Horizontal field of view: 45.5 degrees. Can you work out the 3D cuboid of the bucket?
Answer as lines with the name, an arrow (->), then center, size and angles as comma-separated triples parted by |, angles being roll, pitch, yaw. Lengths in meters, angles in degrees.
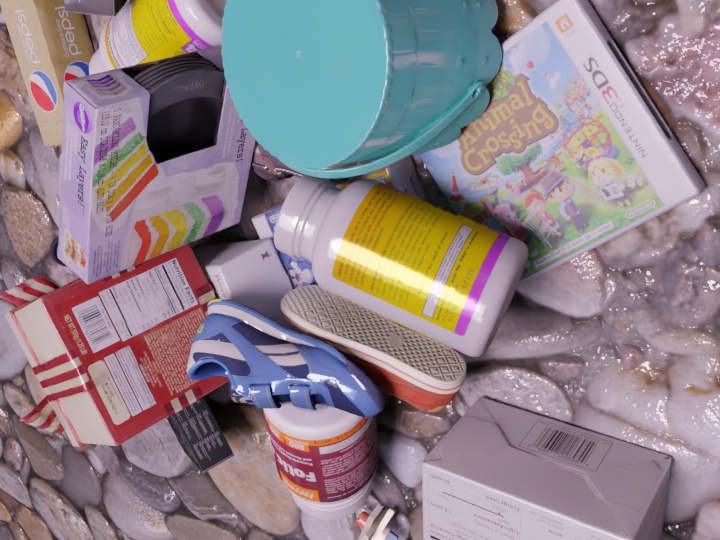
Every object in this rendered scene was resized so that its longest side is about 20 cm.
bucket -> -0.006, -0.178, 0.699 | 0.207, 0.135, 0.207 | 15, 114, 38

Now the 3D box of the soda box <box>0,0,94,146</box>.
soda box -> -0.356, -0.251, 1.004 | 0.068, 0.064, 0.200 | 4, 115, 37

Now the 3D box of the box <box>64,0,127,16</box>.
box -> -0.237, -0.357, 0.793 | 0.050, 0.158, 0.200 | 5, 121, -5

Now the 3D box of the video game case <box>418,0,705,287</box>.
video game case -> 0.149, -0.097, 0.713 | 0.200, 0.022, 0.182 | -32, 90, 43

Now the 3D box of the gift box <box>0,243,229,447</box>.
gift box -> -0.262, 0.074, 0.890 | 0.187, 0.200, 0.185 | -16, 97, 58

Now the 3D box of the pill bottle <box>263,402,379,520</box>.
pill bottle -> -0.038, 0.176, 0.912 | 0.114, 0.114, 0.200 | 27, 145, 25

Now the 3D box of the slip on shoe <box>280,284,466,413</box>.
slip on shoe -> 0.006, 0.075, 0.825 | 0.200, 0.074, 0.061 | 27, 131, 18

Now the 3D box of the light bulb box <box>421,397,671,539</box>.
light bulb box -> 0.170, 0.257, 0.808 | 0.198, 0.125, 0.200 | 15, 121, 31

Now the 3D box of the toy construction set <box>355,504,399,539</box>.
toy construction set -> 0.055, 0.367, 0.978 | 0.200, 0.092, 0.131 | 46, 157, 21

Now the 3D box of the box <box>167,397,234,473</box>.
box -> -0.237, 0.146, 1.080 | 0.200, 0.044, 0.160 | 64, 161, -6

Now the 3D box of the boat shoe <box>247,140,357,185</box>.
boat shoe -> -0.082, -0.122, 0.853 | 0.200, 0.072, 0.065 | 26, 131, 31

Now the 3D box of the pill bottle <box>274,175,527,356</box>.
pill bottle -> 0.031, -0.012, 0.728 | 0.200, 0.104, 0.104 | 24, 126, 12

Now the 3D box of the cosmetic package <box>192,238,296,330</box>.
cosmetic package -> -0.156, 0.028, 0.953 | 0.200, 0.071, 0.102 | -4, 112, 54

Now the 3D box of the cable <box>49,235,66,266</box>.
cable -> -0.252, -0.048, 0.945 | 0.200, 0.163, 0.051 | -12, 93, 57

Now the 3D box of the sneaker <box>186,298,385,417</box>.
sneaker -> -0.072, 0.100, 0.802 | 0.200, 0.082, 0.074 | 21, 154, 18

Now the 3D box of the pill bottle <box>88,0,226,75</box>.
pill bottle -> -0.190, -0.231, 0.855 | 0.200, 0.104, 0.104 | -20, 99, 43

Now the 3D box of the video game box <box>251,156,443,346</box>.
video game box -> 0.000, 0.000, 0.865 | 0.200, 0.047, 0.182 | -16, 104, 42

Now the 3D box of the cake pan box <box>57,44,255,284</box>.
cake pan box -> -0.177, -0.102, 0.771 | 0.052, 0.184, 0.200 | 39, 133, 23
